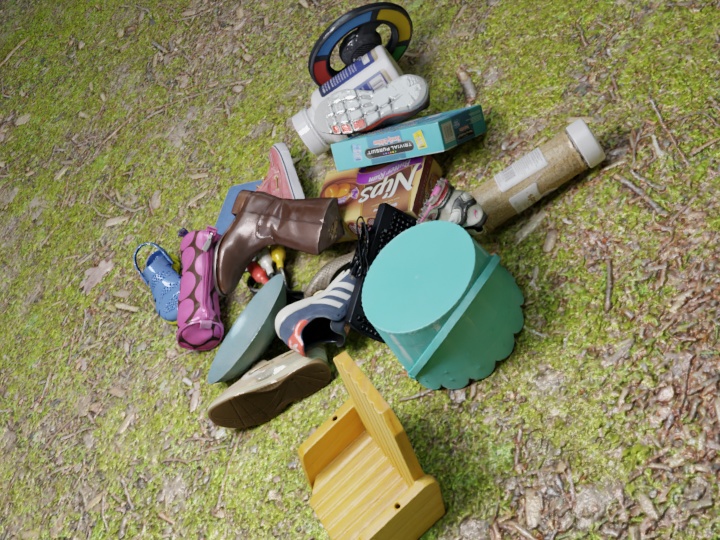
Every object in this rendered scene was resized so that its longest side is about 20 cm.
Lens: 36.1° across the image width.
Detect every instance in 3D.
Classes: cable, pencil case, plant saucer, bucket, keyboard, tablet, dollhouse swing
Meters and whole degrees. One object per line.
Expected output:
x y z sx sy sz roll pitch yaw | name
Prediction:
-0.136 0.025 1.775 0.097 0.050 0.200 -42 41 9 | cable
-0.262 0.028 1.830 0.094 0.090 0.202 -41 43 43 | pencil case
-0.164 0.099 1.708 0.201 0.039 0.201 -49 16 19 | plant saucer
0.109 0.043 1.497 0.206 0.135 0.209 -22 46 25 | bucket
0.029 -0.003 1.608 0.040 0.103 0.202 -28 42 62 | keyboard
-0.211 -0.078 1.950 0.129 0.014 0.202 -8 51 35 | tablet
-0.015 0.240 1.402 0.182 0.176 0.200 -43 42 0 | dollhouse swing

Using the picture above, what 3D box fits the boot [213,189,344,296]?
-0.128 -0.036 1.749 0.198 0.064 0.189 10 82 28 | boot

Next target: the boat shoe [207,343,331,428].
-0.137 0.169 1.643 0.199 0.072 0.065 -28 37 9 | boat shoe

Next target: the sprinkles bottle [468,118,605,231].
0.250 -0.136 1.585 0.199 0.068 0.069 -33 42 13 | sprinkles bottle

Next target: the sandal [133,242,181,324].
-0.346 0.018 1.924 0.079 0.087 0.200 -41 42 0 | sandal

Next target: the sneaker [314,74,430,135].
0.024 -0.255 1.804 0.198 0.082 0.078 -11 74 16 | sneaker

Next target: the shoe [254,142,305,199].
-0.152 -0.142 1.892 0.090 0.072 0.201 -15 47 -7 | shoe

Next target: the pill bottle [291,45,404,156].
-0.015 -0.284 1.891 0.199 0.111 0.112 -33 42 12 | pill bottle

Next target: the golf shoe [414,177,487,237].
0.128 -0.066 1.578 0.092 0.200 0.073 30 82 2 | golf shoe

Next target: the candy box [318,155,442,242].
0.024 -0.113 1.758 0.198 0.056 0.118 -8 51 36 | candy box

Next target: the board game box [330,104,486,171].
0.077 -0.208 1.741 0.198 0.047 0.151 -8 13 35 | board game box

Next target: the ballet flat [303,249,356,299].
0.000 0.000 1.679 0.199 0.068 0.046 -35 38 1 | ballet flat

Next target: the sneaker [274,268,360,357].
-0.024 0.061 1.624 0.199 0.075 0.085 -33 47 -11 | sneaker

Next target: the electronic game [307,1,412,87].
0.001 -0.382 1.903 0.199 0.200 0.042 -35 65 10 | electronic game
